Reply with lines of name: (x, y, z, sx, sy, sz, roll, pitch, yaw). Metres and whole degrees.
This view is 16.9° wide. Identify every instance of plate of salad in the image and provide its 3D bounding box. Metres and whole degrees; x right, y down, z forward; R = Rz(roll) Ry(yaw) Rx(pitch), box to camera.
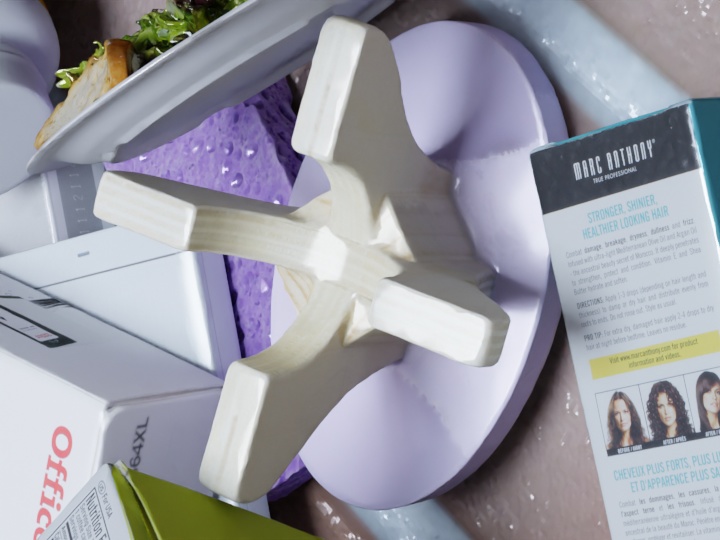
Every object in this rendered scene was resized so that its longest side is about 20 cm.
plate of salad: (-0.049, -0.098, 0.945, 0.200, 0.200, 0.048, -32, 89, 44)

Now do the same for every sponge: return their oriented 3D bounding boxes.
sponge: (-0.049, -0.006, 1.080, 0.112, 0.030, 0.201, -40, 68, 42)

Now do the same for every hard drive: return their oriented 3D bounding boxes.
hard drive: (-0.101, 0.082, 1.097, 0.132, 0.027, 0.201, -13, 86, 39)

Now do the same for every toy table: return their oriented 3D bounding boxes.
toy table: (0.000, 0.000, 0.944, 0.183, 0.117, 0.201, 8, 95, 32)

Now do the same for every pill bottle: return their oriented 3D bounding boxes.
pill bottle: (-0.210, -0.128, 1.151, 0.109, 0.109, 0.200, -56, 46, 34)

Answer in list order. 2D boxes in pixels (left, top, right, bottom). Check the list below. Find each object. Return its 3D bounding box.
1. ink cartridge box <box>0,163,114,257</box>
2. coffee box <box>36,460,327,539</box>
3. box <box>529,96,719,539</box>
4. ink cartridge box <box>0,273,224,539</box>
ink cartridge box: (-0.179, 0.047, 1.213, 0.176, 0.045, 0.201, -15, 84, 45)
coffee box: (-0.052, 0.228, 0.915, 0.198, 0.199, 0.200, -48, 39, 23)
box: (0.126, 0.042, 0.889, 0.082, 0.049, 0.201, -16, 84, 46)
ink cartridge box: (-0.163, 0.088, 1.077, 0.200, 0.084, 0.147, 23, 108, 35)
